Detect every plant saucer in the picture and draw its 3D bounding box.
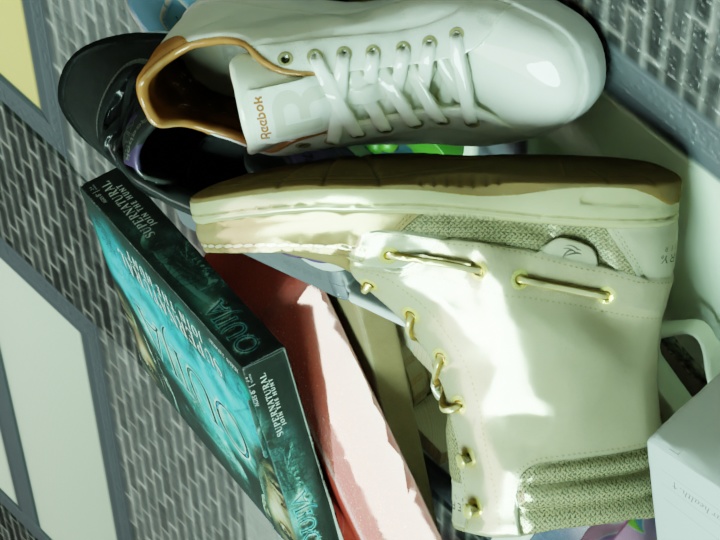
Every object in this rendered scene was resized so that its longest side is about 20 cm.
[{"bbox_3d":[-0.026,0.086,1.456,0.200,0.037,0.200,65,166,-10],"label":"plant saucer"}]

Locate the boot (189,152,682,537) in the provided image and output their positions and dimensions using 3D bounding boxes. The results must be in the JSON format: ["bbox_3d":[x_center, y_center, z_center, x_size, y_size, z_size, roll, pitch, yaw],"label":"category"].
[{"bbox_3d":[0.030,0.032,1.141,0.073,0.200,0.156,-76,-14,-76],"label":"boot"}]

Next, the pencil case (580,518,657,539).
[{"bbox_3d":[0.174,0.184,1.241,0.200,0.087,0.087,40,157,0],"label":"pencil case"}]

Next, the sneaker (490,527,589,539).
[{"bbox_3d":[0.107,0.153,1.366,0.085,0.075,0.200,50,158,15],"label":"sneaker"}]

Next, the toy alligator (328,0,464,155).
[{"bbox_3d":[0.011,-0.080,1.220,0.200,0.054,0.059,58,157,-16],"label":"toy alligator"}]

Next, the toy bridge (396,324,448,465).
[{"bbox_3d":[0.035,0.029,1.378,0.067,0.027,0.200,46,157,18],"label":"toy bridge"}]

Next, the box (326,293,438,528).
[{"bbox_3d":[-0.020,0.030,1.453,0.164,0.021,0.200,49,161,39],"label":"box"}]

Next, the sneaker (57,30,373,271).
[{"bbox_3d":[-0.081,-0.066,1.252,0.200,0.076,0.087,27,-170,39],"label":"sneaker"}]

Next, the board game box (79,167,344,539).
[{"bbox_3d":[-0.077,0.047,1.432,0.200,0.028,0.135,45,157,50],"label":"board game box"}]

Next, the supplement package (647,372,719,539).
[{"bbox_3d":[0.197,0.120,1.087,0.117,0.117,0.200,35,153,34],"label":"supplement package"}]

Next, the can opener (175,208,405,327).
[{"bbox_3d":[0.000,0.000,1.282,0.200,0.053,0.067,24,147,38],"label":"can opener"}]

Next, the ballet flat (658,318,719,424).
[{"bbox_3d":[0.113,0.024,1.191,0.200,0.072,0.072,53,158,-4],"label":"ballet flat"}]

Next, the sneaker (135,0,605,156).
[{"bbox_3d":[0.000,-0.072,1.140,0.200,0.085,0.073,2,121,29],"label":"sneaker"}]

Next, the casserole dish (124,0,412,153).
[{"bbox_3d":[-0.050,-0.100,1.330,0.200,0.039,0.121,50,157,5],"label":"casserole dish"}]
